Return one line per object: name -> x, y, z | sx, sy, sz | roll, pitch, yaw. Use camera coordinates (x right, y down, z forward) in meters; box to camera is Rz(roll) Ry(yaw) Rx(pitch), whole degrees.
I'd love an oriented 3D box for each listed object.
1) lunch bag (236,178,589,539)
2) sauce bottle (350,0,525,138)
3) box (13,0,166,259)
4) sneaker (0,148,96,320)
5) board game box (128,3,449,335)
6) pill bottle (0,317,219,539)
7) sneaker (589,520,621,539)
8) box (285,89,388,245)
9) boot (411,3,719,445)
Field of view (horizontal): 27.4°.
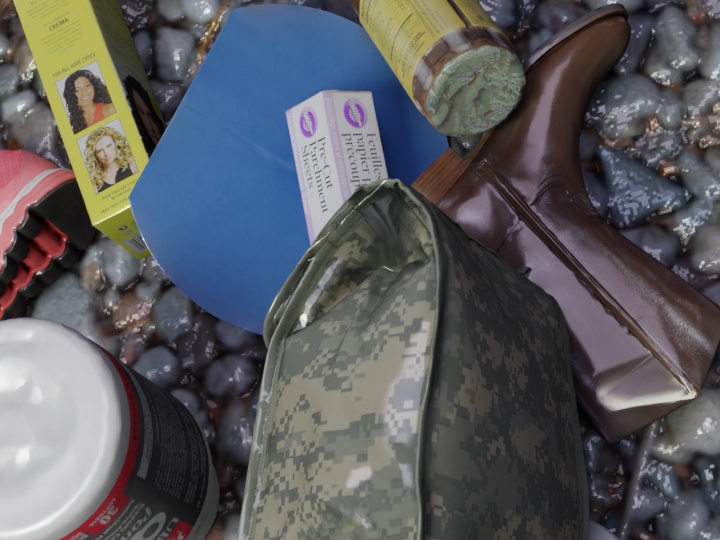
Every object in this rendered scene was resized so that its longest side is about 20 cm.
lunch bag -> 0.034, 0.073, 0.719 | 0.117, 0.164, 0.202 | -7, 65, 34
sauce bottle -> 0.032, -0.155, 0.865 | 0.064, 0.065, 0.201 | -29, 43, 3
box -> -0.162, -0.112, 0.919 | 0.050, 0.075, 0.201 | -26, 70, 7
sneaker -> -0.250, 0.008, 0.913 | 0.087, 0.074, 0.200 | 34, 78, 34
board game box -> -0.042, -0.055, 0.879 | 0.157, 0.039, 0.201 | 30, 72, -11
pill bottle -> -0.142, 0.103, 0.775 | 0.110, 0.200, 0.112 | -4, 71, 12
sneaker -> 0.146, 0.232, 0.734 | 0.118, 0.074, 0.200 | -44, 59, -10
box -> 0.000, 0.000, 0.833 | 0.041, 0.038, 0.202 | -18, 80, 50
boot -> 0.146, -0.026, 0.826 | 0.187, 0.064, 0.200 | -47, 67, 4
